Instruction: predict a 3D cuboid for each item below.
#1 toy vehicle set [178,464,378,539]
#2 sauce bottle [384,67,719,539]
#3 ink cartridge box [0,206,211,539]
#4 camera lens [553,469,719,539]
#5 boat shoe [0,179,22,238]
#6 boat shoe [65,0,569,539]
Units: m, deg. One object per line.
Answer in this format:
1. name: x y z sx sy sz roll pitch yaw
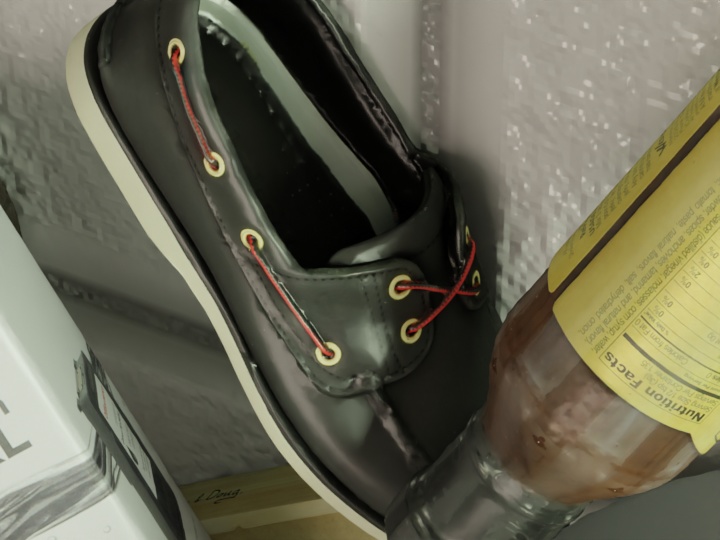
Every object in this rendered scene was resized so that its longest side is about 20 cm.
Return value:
1. toy vehicle set: -0.028 0.128 0.883 0.199 0.027 0.125 -14 113 41
2. sauce bottle: 0.076 0.011 0.664 0.065 0.065 0.200 42 123 1
3. ink cartridge box: -0.133 0.083 0.785 0.145 0.083 0.201 -27 116 5
4. camera lens: 0.118 0.175 0.717 0.159 0.160 0.201 -3 120 37
5. boat shoe: -0.165 -0.056 0.811 0.071 0.076 0.201 12 126 31
6. boat shoe: -0.001 0.002 0.734 0.063 0.074 0.202 -25 104 47
